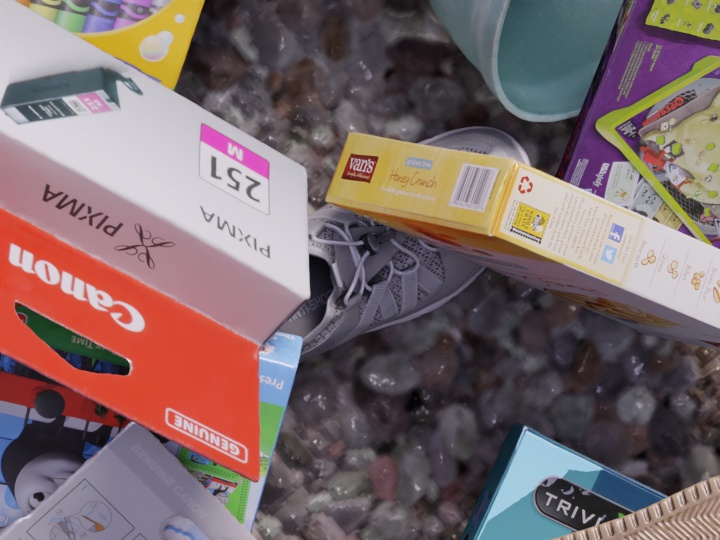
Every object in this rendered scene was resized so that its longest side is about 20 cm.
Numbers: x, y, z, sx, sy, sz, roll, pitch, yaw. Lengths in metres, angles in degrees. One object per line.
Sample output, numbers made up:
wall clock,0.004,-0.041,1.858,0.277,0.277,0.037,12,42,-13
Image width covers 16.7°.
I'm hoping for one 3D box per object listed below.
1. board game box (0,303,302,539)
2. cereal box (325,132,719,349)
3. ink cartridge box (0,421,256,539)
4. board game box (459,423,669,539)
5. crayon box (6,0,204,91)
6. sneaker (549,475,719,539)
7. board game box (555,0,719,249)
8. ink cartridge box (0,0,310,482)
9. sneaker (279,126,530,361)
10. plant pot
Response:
board game box,-0.124,0.107,1.148,0.150,0.037,0.201,14,114,-4
cereal box,0.101,-0.008,1.119,0.199,0.144,0.040,22,85,-30
ink cartridge box,-0.125,0.180,1.144,0.200,0.050,0.161,-42,107,5
board game box,0.102,0.197,1.196,0.150,0.047,0.201,26,86,-3
crayon box,-0.142,-0.118,1.125,0.125,0.052,0.201,11,119,-19
sneaker,0.156,0.136,1.108,0.199,0.108,0.071,-16,77,20
board game box,0.170,-0.084,1.150,0.119,0.201,0.032,15,45,-3
ink cartridge box,-0.111,-0.022,1.054,0.199,0.174,0.044,29,123,-25
sneaker,0.000,0.000,1.178,0.199,0.082,0.075,-34,91,-4
plant pot,0.095,-0.190,1.152,0.200,0.200,0.134,-42,64,-4
